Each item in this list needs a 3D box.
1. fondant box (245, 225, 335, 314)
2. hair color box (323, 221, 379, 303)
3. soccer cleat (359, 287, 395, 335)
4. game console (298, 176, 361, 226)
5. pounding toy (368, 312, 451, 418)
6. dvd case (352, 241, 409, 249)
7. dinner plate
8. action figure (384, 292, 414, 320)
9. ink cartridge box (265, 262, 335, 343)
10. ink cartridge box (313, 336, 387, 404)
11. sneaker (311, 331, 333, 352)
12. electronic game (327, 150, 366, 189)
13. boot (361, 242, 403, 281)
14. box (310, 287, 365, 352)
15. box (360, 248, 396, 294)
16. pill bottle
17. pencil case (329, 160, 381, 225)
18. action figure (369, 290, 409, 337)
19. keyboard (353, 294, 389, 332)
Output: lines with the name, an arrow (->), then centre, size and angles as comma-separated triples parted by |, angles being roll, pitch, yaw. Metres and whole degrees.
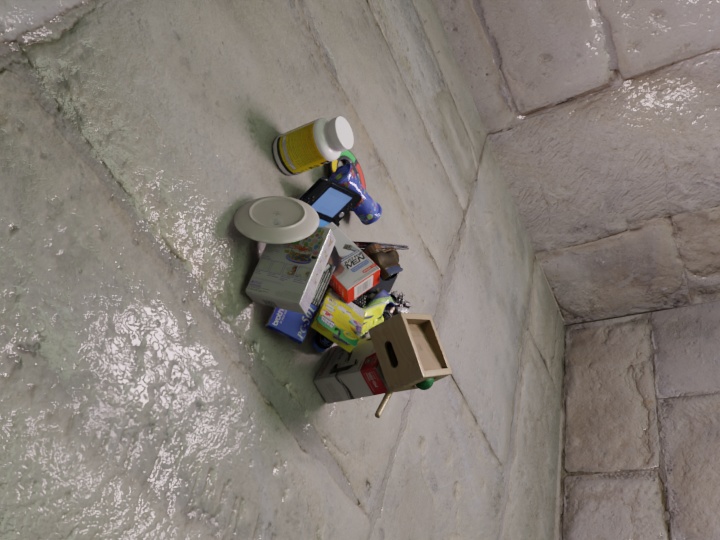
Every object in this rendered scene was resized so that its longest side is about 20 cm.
fondant box -> -0.158, -0.012, 1.397 | 0.058, 0.142, 0.203 | 63, 43, -58
hair color box -> -0.054, -0.023, 1.560 | 0.110, 0.200, 0.064 | -33, 149, -24
soccer cleat -> 0.021, 0.133, 1.616 | 0.084, 0.065, 0.200 | 42, 62, 0
game console -> -0.082, -0.137, 1.664 | 0.199, 0.170, 0.119 | 16, 38, -57
pounding toy -> 0.104, 0.223, 1.446 | 0.183, 0.141, 0.203 | 9, 57, -56
dvd case -> 0.031, -0.070, 1.720 | 0.199, 0.147, 0.016 | 2, 91, -58
dinner plate -> -0.193, -0.126, 1.400 | 0.201, 0.197, 0.025 | -61, 162, -49
action figure -> 0.115, 0.162, 1.707 | 0.128, 0.069, 0.204 | 6, 81, -30
ink cartridge box -> -0.141, 0.061, 1.444 | 0.093, 0.044, 0.202 | 28, 72, -12
ink cartridge box -> -0.003, 0.250, 1.554 | 0.084, 0.198, 0.147 | 59, 34, -20
sneaker -> -0.062, 0.121, 1.596 | 0.070, 0.078, 0.202 | 33, 50, -13
electronic game -> -0.039, -0.281, 1.862 | 0.199, 0.041, 0.203 | 31, 52, -51
boot -> 0.073, -0.008, 1.627 | 0.098, 0.074, 0.199 | 59, 18, 18
box -> -0.051, 0.122, 1.462 | 0.116, 0.049, 0.200 | 35, 16, -5
box -> 0.000, 0.000, 1.707 | 0.199, 0.140, 0.080 | 1, 115, -59
pill bottle -> -0.121, -0.328, 1.583 | 0.112, 0.197, 0.114 | 29, 54, -51
pencil case -> -0.014, -0.226, 1.787 | 0.200, 0.077, 0.088 | 50, 19, -37
action figure -> 0.075, 0.147, 1.793 | 0.070, 0.128, 0.203 | 53, 51, -54
keyboard -> 0.000, 0.112, 1.702 | 0.198, 0.021, 0.129 | 29, 62, -17
